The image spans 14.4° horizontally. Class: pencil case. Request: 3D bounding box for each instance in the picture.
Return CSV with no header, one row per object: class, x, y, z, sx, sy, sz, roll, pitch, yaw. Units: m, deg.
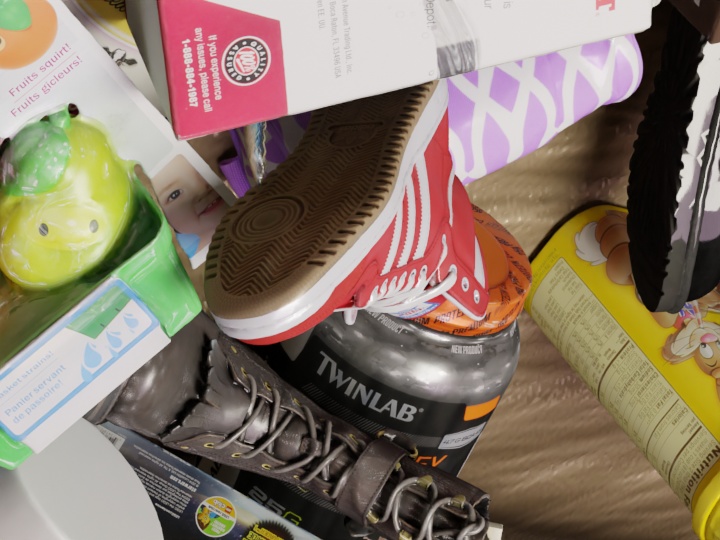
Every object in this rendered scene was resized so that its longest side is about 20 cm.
pencil case,0.032,-0.078,1.315,0.199,0.084,0.085,-24,-179,-17

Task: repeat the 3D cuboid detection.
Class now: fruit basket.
fruit basket,-0.157,-0.014,1.102,0.185,0.094,0.200,-39,141,1

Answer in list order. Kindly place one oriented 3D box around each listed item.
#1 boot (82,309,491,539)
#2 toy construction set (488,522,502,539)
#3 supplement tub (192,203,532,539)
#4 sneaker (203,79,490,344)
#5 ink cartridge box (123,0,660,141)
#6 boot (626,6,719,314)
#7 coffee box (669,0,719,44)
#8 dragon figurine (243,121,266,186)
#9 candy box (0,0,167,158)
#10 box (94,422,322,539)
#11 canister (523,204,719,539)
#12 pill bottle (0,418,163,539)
boot,-0.021,0.075,1.252,0.070,0.173,0.200,-62,167,2
toy construction set,0.029,0.175,1.534,0.130,0.093,0.200,-24,-178,10
supplement tub,0.000,0.062,1.402,0.122,0.123,0.201,-2,131,-40
sneaker,0.000,0.000,1.188,0.200,0.071,0.113,-57,140,-50
ink cartridge box,0.008,-0.149,1.084,0.199,0.084,0.146,-14,132,-11
boot,0.226,-0.069,1.415,0.157,0.080,0.212,7,114,-12
coffee box,0.131,-0.200,1.161,0.079,0.200,0.115,-13,138,-31
dragon figurine,0.006,-0.118,1.196,0.099,0.201,0.059,7,134,3
candy box,-0.167,-0.061,1.171,0.200,0.061,0.136,-46,143,9
box,-0.043,0.141,1.310,0.040,0.199,0.137,-58,165,-13
canister,0.187,0.063,1.500,0.148,0.200,0.087,16,119,-49
pill bottle,-0.186,0.151,1.235,0.200,0.114,0.114,-40,146,20
